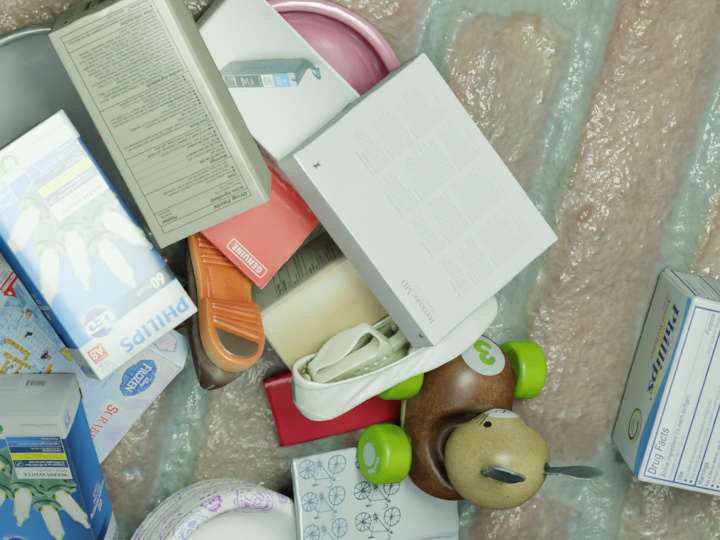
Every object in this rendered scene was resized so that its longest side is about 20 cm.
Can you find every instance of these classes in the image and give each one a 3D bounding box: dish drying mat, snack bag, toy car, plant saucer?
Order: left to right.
[{"bbox_3d":[-0.059,-0.145,1.708,0.200,0.051,0.201,-2,106,-6],"label":"plant saucer"},{"bbox_3d":[0.013,0.107,1.809,0.199,0.018,0.077,-15,110,-3],"label":"dish drying mat"},{"bbox_3d":[0.018,0.257,1.797,0.188,0.021,0.201,-6,99,-33],"label":"snack bag"},{"bbox_3d":[0.118,0.146,1.710,0.164,0.200,0.158,2,102,-29],"label":"toy car"}]

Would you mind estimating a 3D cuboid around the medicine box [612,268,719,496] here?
[{"bbox_3d":[0.361,0.114,1.808,0.199,0.103,0.183,12,105,-10],"label":"medicine box"}]

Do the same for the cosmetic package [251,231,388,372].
[{"bbox_3d":[0.000,0.000,1.731,0.200,0.105,0.071,-34,108,5],"label":"cosmetic package"}]

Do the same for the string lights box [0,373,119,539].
[{"bbox_3d":[-0.289,0.185,1.727,0.102,0.059,0.200,-1,128,10],"label":"string lights box"}]

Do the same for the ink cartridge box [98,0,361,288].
[{"bbox_3d":[-0.090,-0.113,1.639,0.200,0.045,0.176,44,78,-16],"label":"ink cartridge box"}]

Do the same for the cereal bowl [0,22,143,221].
[{"bbox_3d":[-0.261,-0.120,1.673,0.199,0.083,0.201,-2,106,-6],"label":"cereal bowl"}]

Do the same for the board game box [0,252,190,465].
[{"bbox_3d":[-0.285,0.082,1.710,0.199,0.041,0.200,32,127,-15],"label":"board game box"}]

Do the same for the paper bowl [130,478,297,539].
[{"bbox_3d":[-0.131,0.291,1.777,0.200,0.104,0.201,-5,100,-32],"label":"paper bowl"}]

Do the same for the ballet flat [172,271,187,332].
[{"bbox_3d":[-0.233,0.018,1.724,0.200,0.071,0.069,20,102,-13],"label":"ballet flat"}]

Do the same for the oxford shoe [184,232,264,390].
[{"bbox_3d":[-0.131,0.010,1.696,0.071,0.200,0.073,15,142,-25],"label":"oxford shoe"}]

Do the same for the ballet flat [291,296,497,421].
[{"bbox_3d":[0.028,0.062,1.675,0.200,0.069,0.070,-29,108,-4],"label":"ballet flat"}]

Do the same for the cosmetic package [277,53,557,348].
[{"bbox_3d":[0.049,-0.058,1.633,0.151,0.052,0.200,-39,98,-21],"label":"cosmetic package"}]

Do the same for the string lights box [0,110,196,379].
[{"bbox_3d":[-0.236,-0.020,1.600,0.103,0.059,0.200,-37,100,-16],"label":"string lights box"}]

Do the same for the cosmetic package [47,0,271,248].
[{"bbox_3d":[-0.160,-0.133,1.567,0.103,0.073,0.200,-22,110,8],"label":"cosmetic package"}]
